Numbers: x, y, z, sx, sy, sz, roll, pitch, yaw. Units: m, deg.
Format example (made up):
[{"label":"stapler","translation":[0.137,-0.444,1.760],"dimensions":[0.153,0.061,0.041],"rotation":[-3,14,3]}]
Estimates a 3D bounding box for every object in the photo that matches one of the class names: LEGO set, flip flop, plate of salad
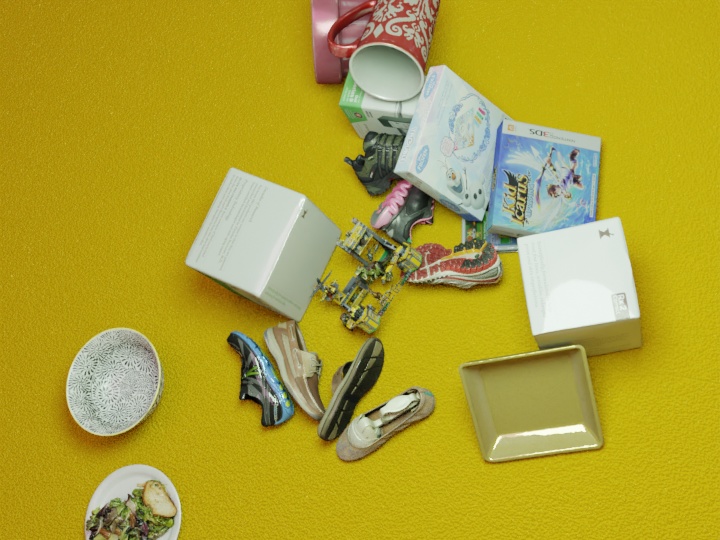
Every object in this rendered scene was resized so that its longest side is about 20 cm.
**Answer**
[{"label":"LEGO set","translation":[0.000,0.000,1.652],"dimensions":[0.200,0.116,0.154],"rotation":[-52,31,5]},{"label":"flip flop","translation":[-0.025,0.202,1.641],"dimensions":[0.057,0.081,0.201],"rotation":[26,82,36]},{"label":"plate of salad","translation":[-0.420,0.454,1.702],"dimensions":[0.198,0.048,0.202],"rotation":[-5,71,16]}]

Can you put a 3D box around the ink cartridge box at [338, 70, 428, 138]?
[{"label":"ink cartridge box","translation":[0.080,-0.298,1.733],"dimensions":[0.199,0.146,0.085],"rotation":[12,75,22]}]

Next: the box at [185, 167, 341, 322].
[{"label":"box","translation":[-0.171,-0.043,1.702],"dimensions":[0.170,0.199,0.201],"rotation":[21,81,23]}]

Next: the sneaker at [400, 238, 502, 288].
[{"label":"sneaker","translation":[0.158,0.002,1.646],"dimensions":[0.199,0.082,0.078],"rotation":[-2,55,36]}]

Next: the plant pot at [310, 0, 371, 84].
[{"label":"plant pot","translation":[-0.002,-0.463,1.802],"dimensions":[0.177,0.200,0.202],"rotation":[-3,71,1]}]

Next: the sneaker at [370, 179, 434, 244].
[{"label":"sneaker","translation":[0.107,-0.131,1.720],"dimensions":[0.095,0.079,0.200],"rotation":[41,75,-10]}]

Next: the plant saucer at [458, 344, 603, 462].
[{"label":"plant saucer","translation":[0.275,0.206,1.505],"dimensions":[0.198,0.201,0.049],"rotation":[-11,26,14]}]

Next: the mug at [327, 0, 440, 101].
[{"label":"mug","translation":[0.051,-0.426,1.634],"dimensions":[0.177,0.133,0.201],"rotation":[27,58,-16]}]

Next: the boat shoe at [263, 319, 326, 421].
[{"label":"boat shoe","translation":[-0.105,0.174,1.678],"dimensions":[0.072,0.076,0.201],"rotation":[-31,67,4]}]

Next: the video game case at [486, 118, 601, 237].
[{"label":"video game case","translation":[0.318,-0.149,1.620],"dimensions":[0.180,0.045,0.202],"rotation":[9,73,-4]}]

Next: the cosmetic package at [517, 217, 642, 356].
[{"label":"cosmetic package","translation":[0.354,0.038,1.499],"dimensions":[0.164,0.200,0.166],"rotation":[-12,68,14]}]

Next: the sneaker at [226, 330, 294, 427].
[{"label":"sneaker","translation":[-0.195,0.195,1.701],"dimensions":[0.082,0.071,0.200],"rotation":[-32,68,-1]}]

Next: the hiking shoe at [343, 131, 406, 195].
[{"label":"hiking shoe","translation":[0.054,-0.215,1.695],"dimensions":[0.200,0.101,0.076],"rotation":[-33,22,39]}]

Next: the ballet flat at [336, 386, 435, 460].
[{"label":"ballet flat","translation":[0.034,0.256,1.606],"dimensions":[0.199,0.067,0.068],"rotation":[-35,61,5]}]

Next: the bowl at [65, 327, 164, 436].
[{"label":"bowl","translation":[-0.443,0.217,1.763],"dimensions":[0.199,0.094,0.202],"rotation":[-6,70,17]}]

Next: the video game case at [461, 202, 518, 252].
[{"label":"video game case","translation":[0.272,-0.130,1.682],"dimensions":[0.181,0.022,0.202],"rotation":[-3,72,17]}]

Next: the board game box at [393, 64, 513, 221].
[{"label":"board game box","translation":[0.167,-0.218,1.628],"dimensions":[0.043,0.198,0.201],"rotation":[6,72,50]}]
